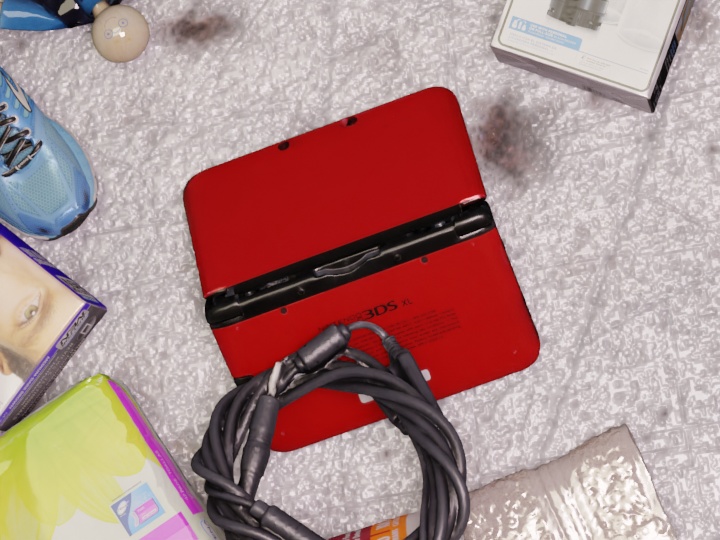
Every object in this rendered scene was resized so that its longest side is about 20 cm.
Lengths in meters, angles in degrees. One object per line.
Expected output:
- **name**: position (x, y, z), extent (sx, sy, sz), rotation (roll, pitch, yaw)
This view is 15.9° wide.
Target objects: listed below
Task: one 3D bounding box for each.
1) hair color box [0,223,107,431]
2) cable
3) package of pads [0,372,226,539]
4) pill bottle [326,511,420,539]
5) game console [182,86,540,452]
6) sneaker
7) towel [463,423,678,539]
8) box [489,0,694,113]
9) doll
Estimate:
- **hair color box**: position (-0.285, 0.007, 1.745), extent (0.200, 0.065, 0.109), rotation (37, 90, 10)
- **cable**: position (-0.018, 0.129, 1.612), extent (0.163, 0.051, 0.200), rotation (-24, 56, -3)
- **package of pads**: position (-0.209, 0.178, 1.711), extent (0.200, 0.068, 0.155), rotation (-35, 80, 4)
- **pill bottle**: position (-0.033, 0.234, 1.652), extent (0.200, 0.113, 0.113), rotation (-18, 81, 7)
- **game console**: position (0.000, 0.000, 1.720), extent (0.200, 0.119, 0.173), rotation (-20, 112, 7)
- **sneaker**: position (-0.258, -0.102, 1.737), extent (0.078, 0.090, 0.200), rotation (-41, 80, 3)
- **towel**: position (0.152, 0.215, 1.664), extent (0.132, 0.034, 0.200), rotation (-24, 80, 6)
- **box**: position (0.172, -0.218, 1.693), extent (0.116, 0.060, 0.200), rotation (21, 88, 11)
- **doll**: position (-0.215, -0.219, 1.762), extent (0.136, 0.048, 0.200), rotation (-39, 79, -9)
